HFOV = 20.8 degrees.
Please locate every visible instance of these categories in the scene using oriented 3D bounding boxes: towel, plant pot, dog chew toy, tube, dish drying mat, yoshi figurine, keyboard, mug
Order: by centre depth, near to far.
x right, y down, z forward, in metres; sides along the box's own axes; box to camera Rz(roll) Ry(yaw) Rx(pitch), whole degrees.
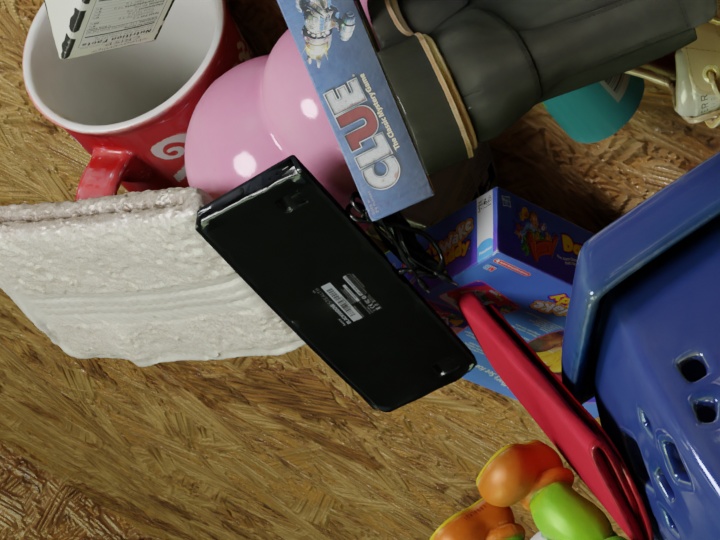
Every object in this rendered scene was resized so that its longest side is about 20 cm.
[{"bbox_3d":[0.070,-0.143,0.988,0.050,0.078,0.200,-34,126,19],"label":"tube"},{"bbox_3d":[0.212,0.044,1.004,0.180,0.199,0.200,54,169,20],"label":"plant pot"},{"bbox_3d":[0.117,0.193,1.023,0.200,0.112,0.113,48,173,21],"label":"yoshi figurine"},{"bbox_3d":[0.106,0.076,1.073,0.077,0.018,0.200,61,175,-27],"label":"dish drying mat"},{"bbox_3d":[-0.013,-0.091,1.116,0.124,0.125,0.200,36,131,-17],"label":"dog chew toy"},{"bbox_3d":[0.000,0.000,1.116,0.103,0.040,0.200,-24,133,21],"label":"keyboard"},{"bbox_3d":[-0.137,0.006,1.160,0.199,0.035,0.133,-5,141,35],"label":"towel"},{"bbox_3d":[-0.128,-0.082,1.262,0.133,0.178,0.200,35,170,30],"label":"mug"}]

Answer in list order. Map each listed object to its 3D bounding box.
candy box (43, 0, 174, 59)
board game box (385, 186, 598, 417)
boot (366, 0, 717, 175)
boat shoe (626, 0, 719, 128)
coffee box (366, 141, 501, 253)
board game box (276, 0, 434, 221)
[{"bbox_3d":[-0.132,-0.208,1.005,0.200,0.060,0.138,141,114,-69],"label":"candy box"},{"bbox_3d":[0.112,0.028,1.217,0.199,0.045,0.134,24,144,-33],"label":"board game box"},{"bbox_3d":[0.079,-0.105,0.885,0.200,0.137,0.078,-101,-12,-70],"label":"boot"},{"bbox_3d":[0.164,-0.103,0.931,0.199,0.070,0.074,23,160,19],"label":"boat shoe"},{"bbox_3d":[0.034,-0.025,1.292,0.112,0.080,0.200,20,158,24],"label":"coffee box"},{"bbox_3d":[-0.022,-0.137,0.948,0.136,0.034,0.201,-101,-11,-71],"label":"board game box"}]
